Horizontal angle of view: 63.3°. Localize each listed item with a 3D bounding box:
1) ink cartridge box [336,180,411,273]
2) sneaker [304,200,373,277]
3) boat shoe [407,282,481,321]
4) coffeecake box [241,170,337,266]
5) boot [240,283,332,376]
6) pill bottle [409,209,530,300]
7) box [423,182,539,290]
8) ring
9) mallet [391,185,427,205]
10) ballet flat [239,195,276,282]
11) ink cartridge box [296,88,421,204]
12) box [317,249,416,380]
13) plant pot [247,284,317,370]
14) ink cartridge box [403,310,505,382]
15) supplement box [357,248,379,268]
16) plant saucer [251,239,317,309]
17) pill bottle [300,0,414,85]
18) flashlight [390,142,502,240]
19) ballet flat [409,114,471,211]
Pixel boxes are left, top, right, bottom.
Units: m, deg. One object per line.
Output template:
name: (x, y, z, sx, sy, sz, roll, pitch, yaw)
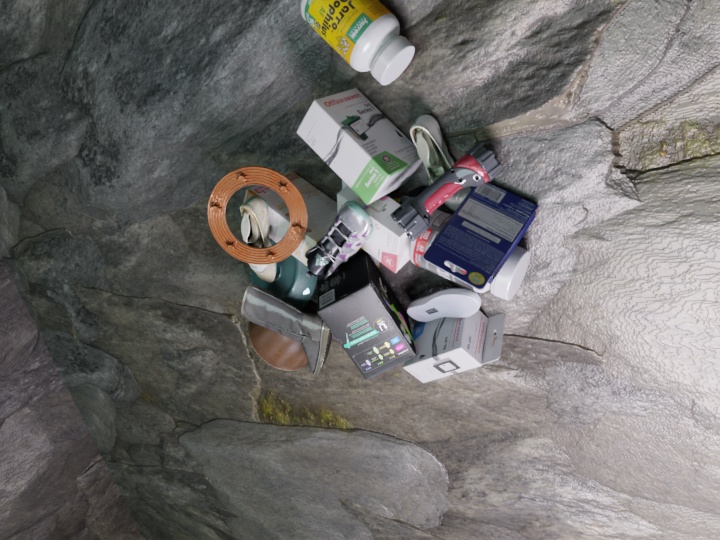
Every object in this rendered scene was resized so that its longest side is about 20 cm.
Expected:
ink cartridge box: (0.017, -0.100, 1.154, 0.199, 0.067, 0.117, 37, 152, 22)
sneaker: (-0.054, -0.040, 1.108, 0.078, 0.140, 0.200, 42, 154, 10)
boat shoe: (0.171, 0.055, 1.164, 0.070, 0.067, 0.200, 38, 151, -15)
coffeecake box: (-0.131, -0.116, 1.261, 0.199, 0.153, 0.073, 37, 130, 17)
boot: (-0.160, 0.129, 1.256, 0.198, 0.073, 0.183, 14, 123, 4)
pill bottle: (0.200, -0.028, 1.078, 0.199, 0.114, 0.115, 25, 127, 25)
box: (0.206, -0.060, 1.006, 0.121, 0.200, 0.033, 30, 156, 21)
ring: (-0.203, -0.104, 1.146, 0.198, 0.019, 0.202, 1, 113, 1)
mallet: (0.060, -0.143, 1.185, 0.199, 0.066, 0.042, 8, 120, 51)
ballet flat: (-0.220, -0.056, 1.215, 0.067, 0.062, 0.202, 13, 122, 30)
ink cartridge box: (0.001, -0.238, 1.098, 0.200, 0.146, 0.084, 46, 131, 7)
box: (0.012, 0.091, 1.199, 0.124, 0.149, 0.201, -28, 118, 12)
plant pot: (-0.138, 0.106, 1.364, 0.187, 0.187, 0.200, 50, 132, 4)
ink cartridge box: (0.186, 0.140, 1.168, 0.067, 0.116, 0.199, 39, 137, -22)
supplement box: (0.000, 0.000, 1.282, 0.066, 0.069, 0.202, 19, 121, 26)
plant saucer: (-0.180, 0.003, 1.296, 0.199, 0.036, 0.202, -6, 80, 35)
pill bottle: (-0.002, -0.424, 1.024, 0.200, 0.113, 0.113, 47, 133, 8)
flashlight: (0.152, -0.133, 1.017, 0.068, 0.200, 0.068, 47, -177, -28)
ballet flat: (0.142, -0.186, 1.072, 0.069, 0.069, 0.201, -19, 101, 42)
